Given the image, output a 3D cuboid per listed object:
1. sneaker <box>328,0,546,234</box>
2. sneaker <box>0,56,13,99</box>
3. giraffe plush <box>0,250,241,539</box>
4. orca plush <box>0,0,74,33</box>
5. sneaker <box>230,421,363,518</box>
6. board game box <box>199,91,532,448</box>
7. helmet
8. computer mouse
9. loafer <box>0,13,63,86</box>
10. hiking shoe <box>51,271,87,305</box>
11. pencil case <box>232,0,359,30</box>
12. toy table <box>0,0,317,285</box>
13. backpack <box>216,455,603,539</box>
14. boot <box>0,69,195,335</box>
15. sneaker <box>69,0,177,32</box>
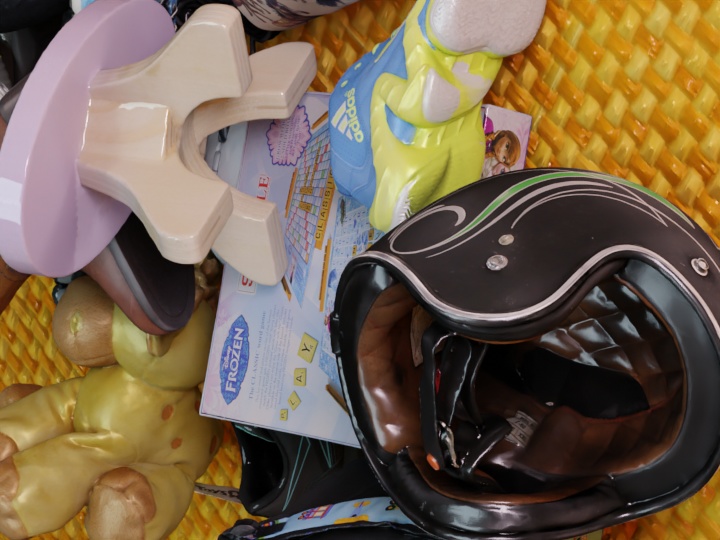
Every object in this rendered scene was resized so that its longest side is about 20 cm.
[{"bbox_3d":[0.031,-0.119,1.561,0.105,0.076,0.201,21,91,47],"label":"sneaker"},{"bbox_3d":[-0.260,-0.089,1.877,0.076,0.076,0.200,96,152,-51],"label":"sneaker"},{"bbox_3d":[-0.142,0.070,1.814,0.173,0.199,0.163,-119,34,-57],"label":"giraffe plush"},{"bbox_3d":[-0.235,-0.188,1.794,0.199,0.071,0.106,1,111,40],"label":"orca plush"},{"bbox_3d":[-0.038,0.059,1.754,0.075,0.079,0.201,18,116,48],"label":"sneaker"},{"bbox_3d":[0.000,0.000,1.650,0.199,0.041,0.201,9,89,47],"label":"board game box"},{"bbox_3d":[0.102,0.039,1.480,0.200,0.190,0.201,44,141,51],"label":"helmet"},{"bbox_3d":[-0.075,-0.077,1.775,0.109,0.044,0.201,16,115,47],"label":"computer mouse"},{"bbox_3d":[-0.220,-0.183,1.891,0.071,0.073,0.201,32,127,38],"label":"loafer"},{"bbox_3d":[-0.151,-0.040,1.873,0.087,0.074,0.201,31,137,33],"label":"hiking shoe"},{"bbox_3d":[-0.015,-0.191,1.590,0.200,0.077,0.090,166,112,-68],"label":"pencil case"},{"bbox_3d":[-0.110,-0.071,1.618,0.117,0.201,0.184,7,143,21],"label":"toy table"},{"bbox_3d":[0.050,0.174,1.617,0.199,0.182,0.135,-1,112,40],"label":"backpack"},{"bbox_3d":[-0.207,0.005,1.759,0.200,0.068,0.189,-43,79,31],"label":"boot"},{"bbox_3d":[-0.122,-0.130,1.754,0.090,0.078,0.201,20,117,31],"label":"sneaker"}]
